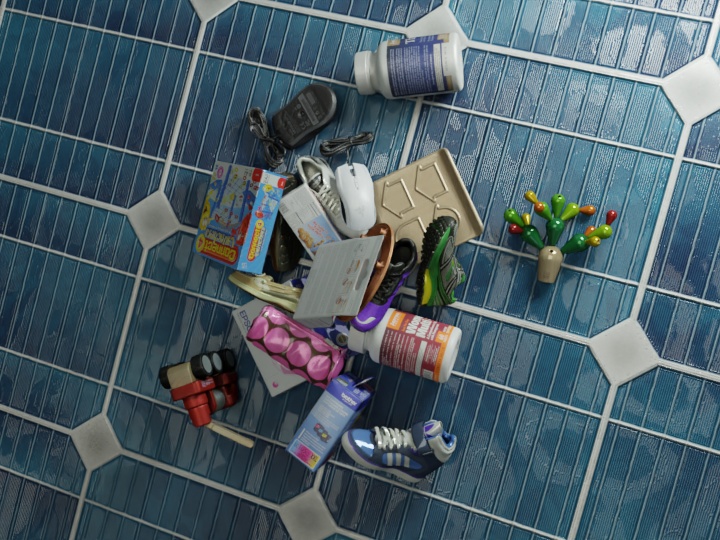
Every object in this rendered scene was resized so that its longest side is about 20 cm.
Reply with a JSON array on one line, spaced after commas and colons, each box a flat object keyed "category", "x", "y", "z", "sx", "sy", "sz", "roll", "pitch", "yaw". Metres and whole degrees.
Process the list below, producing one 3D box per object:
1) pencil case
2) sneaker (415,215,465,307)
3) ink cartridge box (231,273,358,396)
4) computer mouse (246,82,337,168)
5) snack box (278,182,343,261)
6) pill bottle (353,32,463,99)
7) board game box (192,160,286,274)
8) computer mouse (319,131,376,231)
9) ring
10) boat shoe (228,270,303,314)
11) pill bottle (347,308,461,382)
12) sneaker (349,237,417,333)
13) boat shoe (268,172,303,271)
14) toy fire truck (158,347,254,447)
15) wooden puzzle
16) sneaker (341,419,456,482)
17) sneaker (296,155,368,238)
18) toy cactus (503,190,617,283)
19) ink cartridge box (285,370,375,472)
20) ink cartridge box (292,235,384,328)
[{"category": "pencil case", "x": -0.123, "y": 0.143, "z": 1.503, "sx": 0.200, "sy": 0.091, "sz": 0.094, "roll": 28, "pitch": 128, "yaw": 10}, {"category": "sneaker", "x": 0.157, "y": -0.018, "z": 1.460, "sx": 0.085, "sy": 0.078, "sz": 0.200, "roll": 1, "pitch": 129, "yaw": -8}, {"category": "ink cartridge box", "x": -0.133, "y": 0.125, "z": 1.569, "sx": 0.200, "sy": 0.043, "sz": 0.197, "roll": -29, "pitch": 82, "yaw": 13}, {"category": "computer mouse", "x": -0.126, "y": -0.308, "z": 1.576, "sx": 0.200, "sy": 0.053, "sz": 0.139, "roll": -28, "pitch": 81, "yaw": 22}, {"category": "snack box", "x": -0.084, "y": -0.071, "z": 1.527, "sx": 0.072, "sy": 0.024, "sz": 0.200, "roll": -30, "pitch": 108, "yaw": 10}, {"category": "pill bottle", "x": 0.093, "y": -0.390, "z": 1.491, "sx": 0.200, "sy": 0.111, "sz": 0.111, "roll": -3, "pitch": 88, "yaw": 13}, {"category": "board game box", "x": -0.244, "y": -0.109, "z": 1.538, "sx": 0.200, "sy": 0.056, "sz": 0.196, "roll": 17, "pitch": 93, "yaw": 51}, {"category": "computer mouse", "x": -0.010, "y": -0.174, "z": 1.496, "sx": 0.109, "sy": 0.044, "sz": 0.200, "roll": -9, "pitch": 75, "yaw": -12}, {"category": "ring", "x": 0.000, "y": 0.000, "z": 1.436, "sx": 0.019, "sy": 0.200, "sz": 0.201, "roll": 26, "pitch": 95, "yaw": -19}, {"category": "boat shoe", "x": -0.161, "y": 0.038, "z": 1.525, "sx": 0.200, "sy": 0.073, "sz": 0.063, "roll": 22, "pitch": 83, "yaw": 9}, {"category": "pill bottle", "x": 0.083, "y": 0.135, "z": 1.482, "sx": 0.200, "sy": 0.110, "sz": 0.110, "roll": 16, "pitch": 92, "yaw": 13}, {"category": "sneaker", "x": 0.041, "y": 0.017, "z": 1.424, "sx": 0.070, "sy": 0.100, "sz": 0.200, "roll": 30, "pitch": 70, "yaw": 8}, {"category": "boat shoe", "x": -0.163, "y": -0.099, "z": 1.572, "sx": 0.074, "sy": 0.076, "sz": 0.200, "roll": 8, "pitch": 100, "yaw": 41}, {"category": "toy fire truck", "x": -0.283, "y": 0.262, "z": 1.532, "sx": 0.128, "sy": 0.176, "sz": 0.200, "roll": -19, "pitch": 85, "yaw": 12}, {"category": "wooden puzzle", "x": 0.119, "y": -0.115, "z": 1.515, "sx": 0.200, "sy": 0.046, "sz": 0.185, "roll": -26, "pitch": 83, "yaw": 16}, {"category": "sneaker", "x": 0.082, "y": 0.312, "z": 1.449, "sx": 0.200, "sy": 0.081, "sz": 0.146, "roll": 29, "pitch": 118, "yaw": -22}, {"category": "sneaker", "x": -0.060, "y": -0.143, "z": 1.538, "sx": 0.076, "sy": 0.080, "sz": 0.200, "roll": -41, "pitch": 82, "yaw": 8}, {"category": "toy cactus", "x": 0.363, "y": -0.058, "z": 1.437, "sx": 0.200, "sy": 0.102, "sz": 0.165, "roll": 8, "pitch": 100, "yaw": 5}, {"category": "ink cartridge box", "x": -0.046, "y": 0.275, "z": 1.495, "sx": 0.076, "sy": 0.136, "sz": 0.200, "roll": 33, "pitch": 96, "yaw": 10}, {"category": "ink cartridge box", "x": -0.030, "y": 0.022, "z": 1.417, "sx": 0.200, "sy": 0.047, "sz": 0.160, "roll": -6, "pitch": 58, "yaw": 51}]
